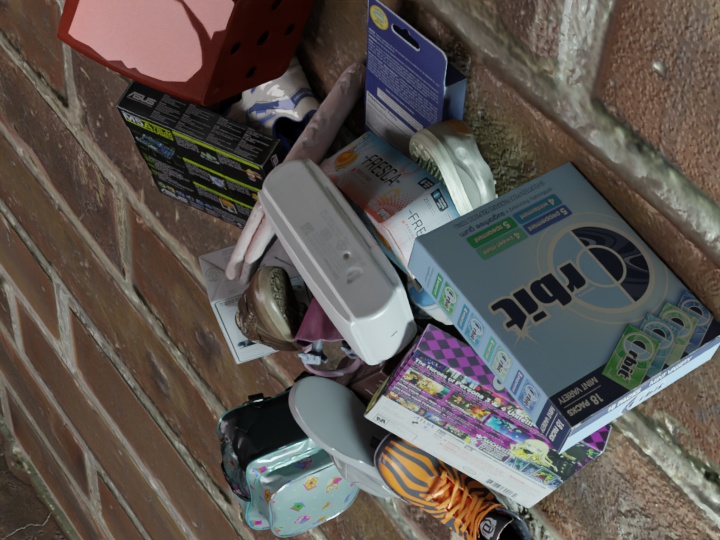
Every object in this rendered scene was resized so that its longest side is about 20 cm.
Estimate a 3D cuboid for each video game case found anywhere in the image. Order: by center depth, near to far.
[{"bbox_3d":[0.118,0.147,1.313,0.199,0.036,0.182,29,149,-1],"label":"video game case"}]

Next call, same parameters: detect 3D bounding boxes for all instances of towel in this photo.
[{"bbox_3d":[-0.066,-0.096,1.388,0.032,0.201,0.191,31,153,-2],"label":"towel"}]

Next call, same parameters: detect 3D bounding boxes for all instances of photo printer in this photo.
[{"bbox_3d":[-0.017,-0.001,1.250,0.167,0.069,0.200,55,176,16],"label":"photo printer"}]

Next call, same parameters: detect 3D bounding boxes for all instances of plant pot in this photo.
[{"bbox_3d":[-0.157,-0.282,1.359,0.176,0.199,0.201,42,131,17],"label":"plant pot"}]

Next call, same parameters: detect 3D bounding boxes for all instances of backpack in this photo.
[{"bbox_3d":[-0.085,0.246,1.719,0.154,0.175,0.201,57,157,23],"label":"backpack"}]

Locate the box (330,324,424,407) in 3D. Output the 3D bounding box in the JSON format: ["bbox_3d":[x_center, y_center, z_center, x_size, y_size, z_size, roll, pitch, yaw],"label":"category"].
[{"bbox_3d":[0.038,0.130,1.473,0.100,0.075,0.200,36,153,-10],"label":"box"}]

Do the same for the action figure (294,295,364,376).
[{"bbox_3d":[0.000,0.000,1.419,0.149,0.133,0.202,75,-159,-67],"label":"action figure"}]

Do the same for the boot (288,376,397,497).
[{"bbox_3d":[-0.015,0.190,1.469,0.200,0.074,0.095,39,147,-19],"label":"boot"}]

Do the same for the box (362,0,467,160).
[{"bbox_3d":[0.049,-0.156,1.291,0.121,0.032,0.201,45,149,34],"label":"box"}]

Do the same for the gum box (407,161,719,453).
[{"bbox_3d":[0.163,0.023,1.085,0.200,0.169,0.045,50,151,25],"label":"gum box"}]

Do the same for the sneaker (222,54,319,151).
[{"bbox_3d":[-0.104,-0.159,1.519,0.089,0.075,0.200,58,153,12],"label":"sneaker"}]

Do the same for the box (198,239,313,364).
[{"bbox_3d":[-0.114,0.034,1.583,0.200,0.116,0.061,78,174,-65],"label":"box"}]

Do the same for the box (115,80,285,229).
[{"bbox_3d":[-0.168,-0.119,1.561,0.199,0.048,0.194,23,156,20],"label":"box"}]

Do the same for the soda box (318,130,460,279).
[{"bbox_3d":[0.027,-0.064,1.234,0.064,0.068,0.200,58,175,-26],"label":"soda box"}]

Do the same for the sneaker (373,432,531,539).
[{"bbox_3d":[0.108,0.238,1.399,0.199,0.078,0.112,36,176,-24],"label":"sneaker"}]

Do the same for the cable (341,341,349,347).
[{"bbox_3d":[-0.012,0.032,1.541,0.200,0.051,0.164,46,148,32],"label":"cable"}]

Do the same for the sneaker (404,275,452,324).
[{"bbox_3d":[0.072,0.008,1.267,0.073,0.072,0.200,59,173,-4],"label":"sneaker"}]

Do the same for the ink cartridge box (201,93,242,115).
[{"bbox_3d":[-0.196,-0.264,1.598,0.200,0.075,0.165,49,148,26],"label":"ink cartridge box"}]

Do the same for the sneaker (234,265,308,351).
[{"bbox_3d":[-0.103,0.051,1.458,0.200,0.075,0.071,64,-161,-69],"label":"sneaker"}]

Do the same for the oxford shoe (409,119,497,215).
[{"bbox_3d":[0.105,-0.057,1.254,0.075,0.058,0.201,32,153,50],"label":"oxford shoe"}]
